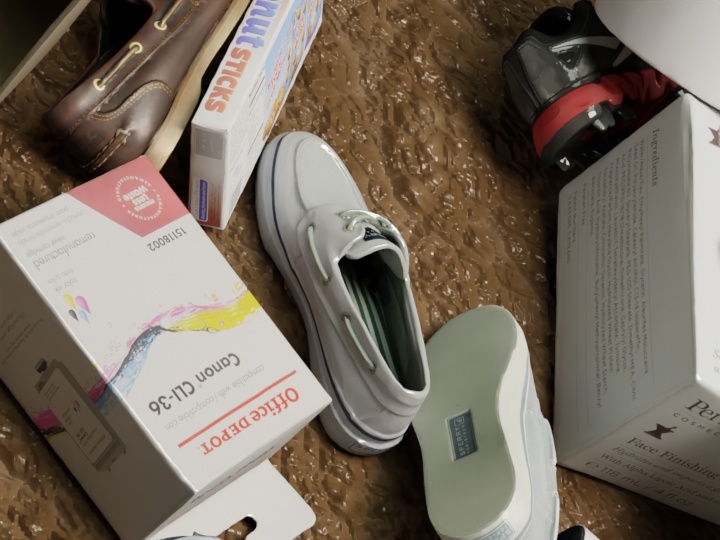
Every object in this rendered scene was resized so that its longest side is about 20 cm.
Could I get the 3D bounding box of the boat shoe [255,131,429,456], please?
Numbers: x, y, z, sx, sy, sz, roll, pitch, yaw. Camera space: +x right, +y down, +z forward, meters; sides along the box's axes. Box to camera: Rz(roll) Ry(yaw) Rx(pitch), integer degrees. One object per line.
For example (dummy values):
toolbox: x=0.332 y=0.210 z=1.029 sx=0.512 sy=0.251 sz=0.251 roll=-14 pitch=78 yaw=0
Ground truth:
boat shoe: x=0.000 y=0.000 z=1.238 sx=0.073 sy=0.067 sz=0.201 roll=3 pitch=57 yaw=-38

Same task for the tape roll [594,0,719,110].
tape roll: x=0.246 y=-0.145 z=1.391 sx=0.202 sy=0.071 sz=0.203 roll=25 pitch=20 yaw=-9

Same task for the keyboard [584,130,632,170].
keyboard: x=0.204 y=-0.054 z=1.486 sx=0.200 sy=0.021 sz=0.127 roll=41 pitch=42 yaw=-6

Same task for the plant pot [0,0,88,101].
plant pot: x=-0.179 y=-0.233 z=1.189 sx=0.200 sy=0.200 sz=0.177 roll=46 pitch=30 yaw=-1

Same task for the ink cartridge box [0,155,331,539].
ink cartridge box: x=-0.097 y=0.054 z=1.115 sx=0.200 sy=0.067 sz=0.116 roll=52 pitch=42 yaw=6

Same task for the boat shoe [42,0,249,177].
boat shoe: x=-0.111 y=-0.129 z=1.242 sx=0.070 sy=0.070 sz=0.200 roll=36 pitch=42 yaw=-14

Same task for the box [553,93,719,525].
box: x=0.230 y=0.037 z=1.342 sx=0.198 sy=0.131 sz=0.201 roll=22 pitch=52 yaw=-25

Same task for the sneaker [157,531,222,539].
sneaker: x=-0.054 y=0.174 z=1.028 sx=0.199 sy=0.108 sz=0.070 roll=12 pitch=53 yaw=-33

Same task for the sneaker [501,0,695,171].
sneaker: x=0.159 y=-0.130 z=1.439 sx=0.200 sy=0.071 sz=0.098 roll=-20 pitch=69 yaw=-49

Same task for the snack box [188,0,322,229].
snack box: x=-0.056 y=-0.114 z=1.276 sx=0.024 sy=0.072 sz=0.200 roll=13 pitch=44 yaw=8

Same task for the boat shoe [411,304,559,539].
boat shoe: x=0.069 y=0.099 z=1.220 sx=0.072 sy=0.070 sz=0.201 roll=58 pitch=17 yaw=-30

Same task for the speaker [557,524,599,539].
speaker: x=0.161 y=0.226 z=1.190 sx=0.200 sy=0.081 sz=0.081 roll=41 pitch=42 yaw=-6
